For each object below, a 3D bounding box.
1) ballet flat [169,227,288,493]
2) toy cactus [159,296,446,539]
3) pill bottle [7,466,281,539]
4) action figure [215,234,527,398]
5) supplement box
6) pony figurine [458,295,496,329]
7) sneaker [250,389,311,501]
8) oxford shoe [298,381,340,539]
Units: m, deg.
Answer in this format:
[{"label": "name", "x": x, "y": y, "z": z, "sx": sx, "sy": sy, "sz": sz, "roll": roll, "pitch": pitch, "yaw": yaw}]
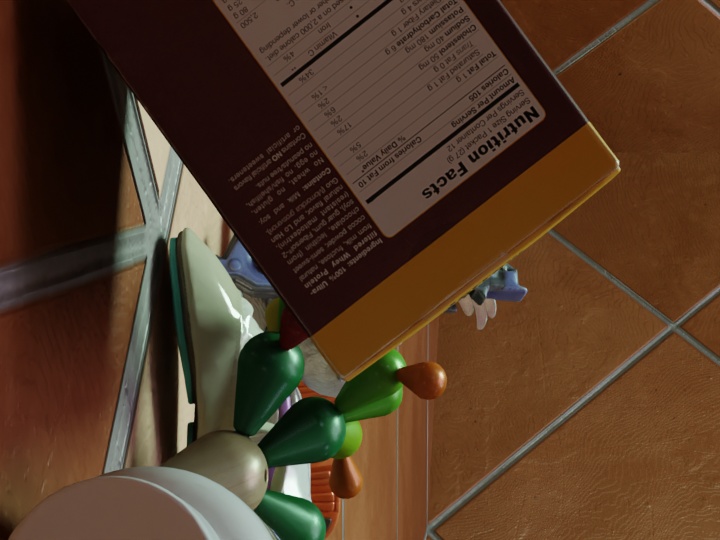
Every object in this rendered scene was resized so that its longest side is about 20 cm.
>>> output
[{"label": "ballet flat", "x": -0.070, "y": 0.075, "z": 0.906, "sx": 0.070, "sy": 0.069, "sz": 0.203, "roll": -66, "pitch": 156, "yaw": -75}, {"label": "toy cactus", "x": -0.035, "y": 0.098, "z": 0.849, "sx": 0.164, "sy": 0.102, "sz": 0.202, "roll": -22, "pitch": 126, "yaw": -33}, {"label": "pill bottle", "x": -0.076, "y": 0.139, "z": 0.647, "sx": 0.200, "sy": 0.110, "sz": 0.112, "roll": 73, "pitch": 19, "yaw": -72}, {"label": "action figure", "x": 0.000, "y": 0.000, "z": 1.059, "sx": 0.105, "sy": 0.197, "sz": 0.195, "roll": 110, "pitch": -12, "yaw": -51}, {"label": "supplement box", "x": -0.004, "y": -0.079, "z": 0.713, "sx": 0.201, "sy": 0.132, "sz": 0.197, "roll": 54, "pitch": 5, "yaw": 2}, {"label": "pony figurine", "x": 0.031, "y": -0.026, "z": 1.622, "sx": 0.194, "sy": 0.165, "sz": 0.201, "roll": 52, "pitch": 27, "yaw": -23}, {"label": "sneaker", "x": -0.054, "y": 0.153, "z": 1.026, "sx": 0.100, "sy": 0.074, "sz": 0.203, "roll": 47, "pitch": 44, "yaw": -80}, {"label": "oxford shoe", "x": -0.051, "y": 0.091, "z": 1.179, "sx": 0.073, "sy": 0.070, "sz": 0.203, "roll": -133, "pitch": -135, "yaw": -70}]
